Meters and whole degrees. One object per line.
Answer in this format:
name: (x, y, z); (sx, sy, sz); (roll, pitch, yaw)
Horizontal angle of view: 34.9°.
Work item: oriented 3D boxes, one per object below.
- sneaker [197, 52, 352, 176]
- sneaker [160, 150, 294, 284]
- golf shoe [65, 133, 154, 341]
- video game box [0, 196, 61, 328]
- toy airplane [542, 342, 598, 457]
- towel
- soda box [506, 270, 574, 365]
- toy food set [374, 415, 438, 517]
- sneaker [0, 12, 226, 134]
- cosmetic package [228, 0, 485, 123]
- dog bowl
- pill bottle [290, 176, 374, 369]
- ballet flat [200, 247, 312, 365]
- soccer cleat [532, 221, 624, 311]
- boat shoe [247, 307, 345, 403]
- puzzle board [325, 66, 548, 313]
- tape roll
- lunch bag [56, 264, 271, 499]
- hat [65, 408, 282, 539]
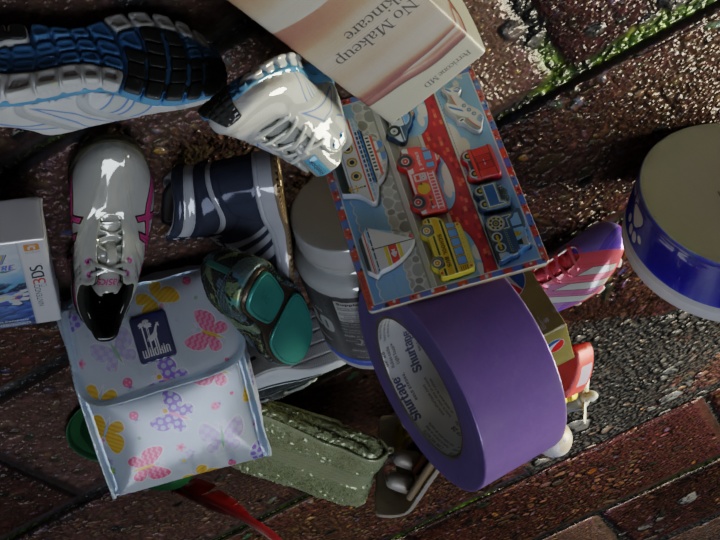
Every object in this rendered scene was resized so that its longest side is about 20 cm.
sneaker: (-0.049, -0.111, 0.865); (0.075, 0.087, 0.200); (-28, 180, 23)
sneaker: (-0.118, -0.037, 1.034); (0.108, 0.070, 0.200); (-8, 150, -2)
golf shoe: (-0.212, -0.026, 0.985); (0.073, 0.092, 0.200); (-5, 137, -19)
video game box: (-0.361, 0.007, 0.970); (0.200, 0.047, 0.182); (-9, 156, -13)
toy airplane: (0.195, 0.168, 1.377); (0.200, 0.141, 0.199); (-33, 164, -3)
towel: (-0.075, 0.213, 1.345); (0.200, 0.036, 0.148); (19, 140, 0)
soda box: (0.124, 0.008, 1.082); (0.064, 0.200, 0.068); (-27, 144, 0)
toy food set: (0.058, 0.178, 1.333); (0.060, 0.144, 0.200); (14, 137, -12)
sneaker: (-0.202, -0.140, 0.861); (0.200, 0.075, 0.087); (-3, 155, -17)
cosmetic package: (-0.010, -0.206, 0.841); (0.103, 0.087, 0.200); (-37, 140, 22)
dog bowl: (0.361, -0.049, 1.115); (0.200, 0.200, 0.079); (-11, 142, -10)
pill bottle: (0.000, 0.000, 1.095); (0.114, 0.114, 0.200); (-18, 144, -1)
ballet flat: (-0.095, 0.029, 1.039); (0.074, 0.074, 0.200); (-19, 155, 1)
soccer cleat: (0.200, 0.013, 1.246); (0.076, 0.067, 0.200); (21, 132, -36)
boat shoe: (-0.073, 0.093, 1.237); (0.200, 0.072, 0.071); (-19, 154, 19)
puzzle board: (0.052, -0.073, 0.948); (0.151, 0.200, 0.017); (-15, 154, -5)
tape roll: (0.084, 0.083, 0.988); (0.085, 0.200, 0.200); (-26, 147, -17)
lunch bag: (-0.191, 0.101, 1.119); (0.170, 0.127, 0.200); (-13, 112, -9)
hat: (-0.216, 0.234, 1.247); (0.200, 0.176, 0.166); (-23, 142, 10)
